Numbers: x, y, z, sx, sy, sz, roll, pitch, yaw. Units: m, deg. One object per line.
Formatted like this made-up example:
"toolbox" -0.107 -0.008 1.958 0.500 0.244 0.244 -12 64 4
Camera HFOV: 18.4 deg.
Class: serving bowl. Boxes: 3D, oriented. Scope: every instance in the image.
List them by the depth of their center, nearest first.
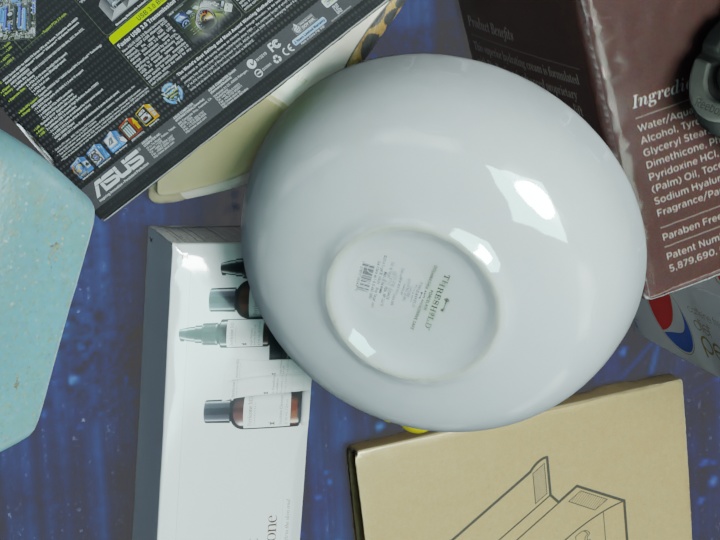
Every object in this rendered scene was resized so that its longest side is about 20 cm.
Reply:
"serving bowl" 0.032 0.000 1.061 0.200 0.066 0.200 8 121 13

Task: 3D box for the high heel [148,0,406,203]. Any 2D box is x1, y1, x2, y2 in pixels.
"high heel" -0.029 -0.118 1.136 0.071 0.143 0.200 42 121 -7

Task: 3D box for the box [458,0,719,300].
"box" 0.159 -0.117 1.137 0.164 0.166 0.200 -20 110 -15

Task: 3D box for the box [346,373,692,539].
"box" 0.095 0.155 1.259 0.200 0.021 0.164 -11 107 -18

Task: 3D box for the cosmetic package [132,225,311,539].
"cosmetic package" -0.072 0.078 1.163 0.083 0.051 0.200 -1 103 -19

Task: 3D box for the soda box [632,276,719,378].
"soda box" 0.204 0.015 1.167 0.068 0.200 0.064 -28 111 -12

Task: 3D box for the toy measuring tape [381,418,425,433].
"toy measuring tape" 0.000 0.000 1.154 0.074 0.074 0.200 -24 118 -13

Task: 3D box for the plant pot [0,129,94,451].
"plant pot" -0.240 -0.008 1.010 0.200 0.196 0.196 11 99 -32

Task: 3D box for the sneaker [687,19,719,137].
"sneaker" 0.234 -0.133 1.042 0.200 0.075 0.079 -51 129 2

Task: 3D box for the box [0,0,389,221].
"box" -0.098 -0.141 1.032 0.200 0.044 0.160 -36 101 26
